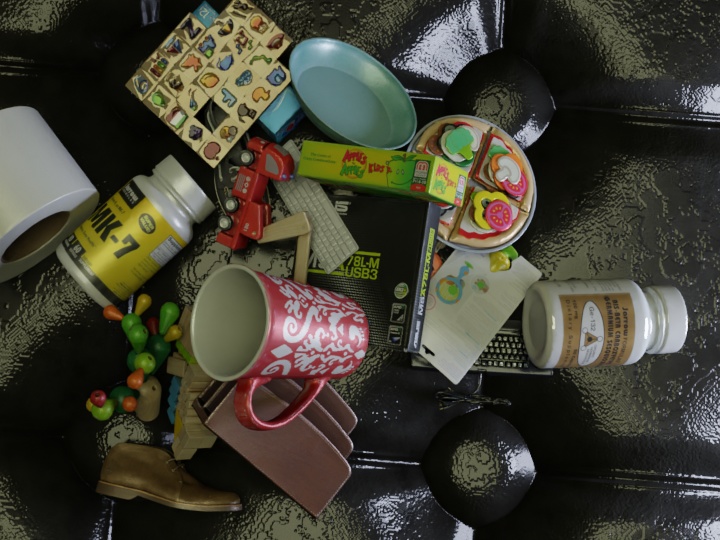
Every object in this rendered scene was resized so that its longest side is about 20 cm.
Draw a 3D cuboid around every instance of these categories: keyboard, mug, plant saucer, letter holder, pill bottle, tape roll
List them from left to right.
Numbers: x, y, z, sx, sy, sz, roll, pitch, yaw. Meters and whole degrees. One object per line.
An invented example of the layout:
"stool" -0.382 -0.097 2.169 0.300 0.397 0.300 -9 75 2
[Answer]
"tape roll" -0.459 -0.095 1.299 0.202 0.203 0.140 -38 87 -4
"pill bottle" -0.297 -0.053 1.342 0.200 0.114 0.114 -43 87 -5
"mug" -0.099 0.092 1.226 0.133 0.198 0.180 29 101 38
"letter holder" -0.094 0.193 1.299 0.200 0.100 0.143 44 83 -18
"keyboard" -0.069 -0.089 1.357 0.056 0.011 0.201 -41 63 18
"plant saucer" -0.016 -0.230 1.355 0.197 0.036 0.202 21 44 -21
"keyboard" 0.167 0.130 1.379 0.196 0.021 0.130 3 85 0
"pill bottle" 0.325 0.069 1.336 0.196 0.114 0.117 -2 85 -9

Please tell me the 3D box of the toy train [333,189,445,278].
"toy train" 0.058 -0.064 1.377 0.150 0.056 0.200 -44 87 -5

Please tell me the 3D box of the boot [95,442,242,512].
"boot" -0.250 0.279 1.338 0.196 0.074 0.077 12 75 2

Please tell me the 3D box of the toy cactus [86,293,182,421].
"toy cactus" -0.295 0.134 1.307 0.100 0.167 0.202 8 44 6

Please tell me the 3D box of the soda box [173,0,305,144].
"soda box" -0.164 -0.272 1.386 0.200 0.068 0.064 45 86 3

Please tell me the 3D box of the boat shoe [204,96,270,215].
"boat shoe" -0.173 -0.144 1.377 0.071 0.063 0.203 -15 85 -2

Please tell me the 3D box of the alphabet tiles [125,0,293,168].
"alphabet tiles" -0.192 -0.268 1.349 0.167 0.008 0.200 42 88 3

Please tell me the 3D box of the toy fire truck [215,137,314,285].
"toy fire truck" -0.113 -0.058 1.319 0.139 0.049 0.203 23 101 12

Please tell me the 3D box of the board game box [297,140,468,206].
"board game box" 0.028 -0.126 1.299 0.197 0.101 0.049 11 89 31

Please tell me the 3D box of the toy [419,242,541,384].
"toy" 0.144 0.044 1.367 0.115 0.047 0.201 40 76 4

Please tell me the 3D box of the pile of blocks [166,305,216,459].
"pile of blocks" -0.218 0.152 1.358 0.061 0.081 0.204 6 93 -40

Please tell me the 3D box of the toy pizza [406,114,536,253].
"toy pizza" 0.153 -0.123 1.365 0.197 0.032 0.204 5 71 -15

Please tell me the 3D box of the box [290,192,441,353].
"box" 0.000 0.000 1.332 0.197 0.047 0.197 7 87 30
